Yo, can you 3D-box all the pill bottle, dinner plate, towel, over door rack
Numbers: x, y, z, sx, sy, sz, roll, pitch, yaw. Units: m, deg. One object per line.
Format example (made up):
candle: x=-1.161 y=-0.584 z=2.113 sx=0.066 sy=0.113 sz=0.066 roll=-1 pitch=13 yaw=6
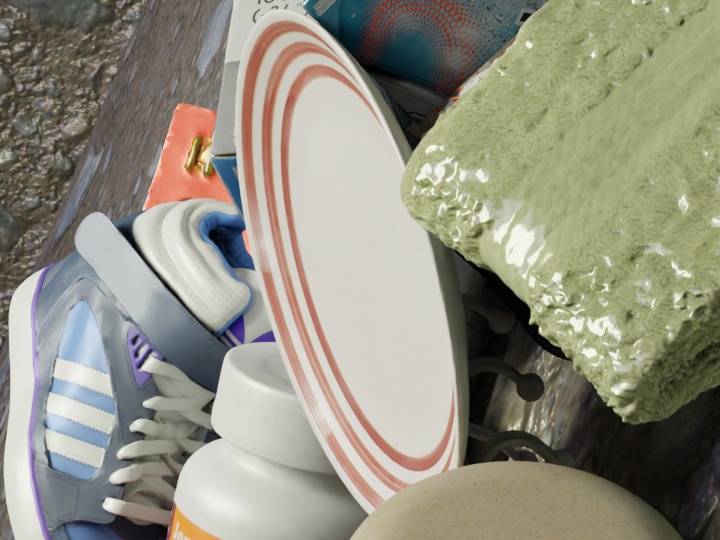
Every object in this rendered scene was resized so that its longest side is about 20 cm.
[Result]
pill bottle: x=-0.036 y=0.140 z=1.065 sx=0.110 sy=0.109 sz=0.201 roll=-120 pitch=40 yaw=-73
dinner plate: x=0.000 y=0.000 z=0.885 sx=0.200 sy=0.024 sz=0.201 roll=165 pitch=90 yaw=-69
towel: x=0.116 y=-0.056 z=0.722 sx=0.200 sy=0.036 sz=0.148 roll=-44 pitch=45 yaw=0
over door rack: x=0.046 y=0.128 z=0.944 sx=0.148 sy=0.066 sz=0.201 roll=-106 pitch=24 yaw=-68

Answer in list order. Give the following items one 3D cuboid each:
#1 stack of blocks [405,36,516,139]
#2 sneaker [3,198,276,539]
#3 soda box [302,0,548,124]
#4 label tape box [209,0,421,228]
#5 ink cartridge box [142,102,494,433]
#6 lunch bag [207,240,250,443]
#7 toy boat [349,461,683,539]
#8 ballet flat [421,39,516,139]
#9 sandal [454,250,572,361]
stack of blocks: x=0.100 y=-0.144 z=1.022 sx=0.201 sy=0.058 sz=0.115 roll=-64 pitch=9 yaw=-24
sneaker: x=-0.087 y=0.062 z=1.110 sx=0.146 sy=0.080 sz=0.201 roll=-24 pitch=61 yaw=27
soda box: x=0.072 y=-0.147 z=0.855 sx=0.200 sy=0.064 sz=0.068 roll=-43 pitch=11 yaw=17
label tape box: x=-0.005 y=-0.086 z=1.069 sx=0.144 sy=0.063 sz=0.201 roll=64 pitch=-154 yaw=-49
ink cartridge box: x=-0.034 y=0.006 z=1.160 sx=0.047 sy=0.199 sz=0.161 roll=35 pitch=-109 yaw=-67
lunch bag: x=-0.064 y=0.094 z=1.276 sx=0.170 sy=0.127 sz=0.201 roll=163 pitch=123 yaw=-80
toy boat: x=0.049 y=0.167 z=0.791 sx=0.131 sy=0.130 sz=0.201 roll=74 pitch=-155 yaw=-60
ballet flat: x=0.096 y=-0.017 z=0.774 sx=0.200 sy=0.072 sz=0.072 roll=40 pitch=114 yaw=38
sandal: x=0.074 y=0.000 z=0.904 sx=0.200 sy=0.076 sz=0.043 roll=-105 pitch=8 yaw=-70
